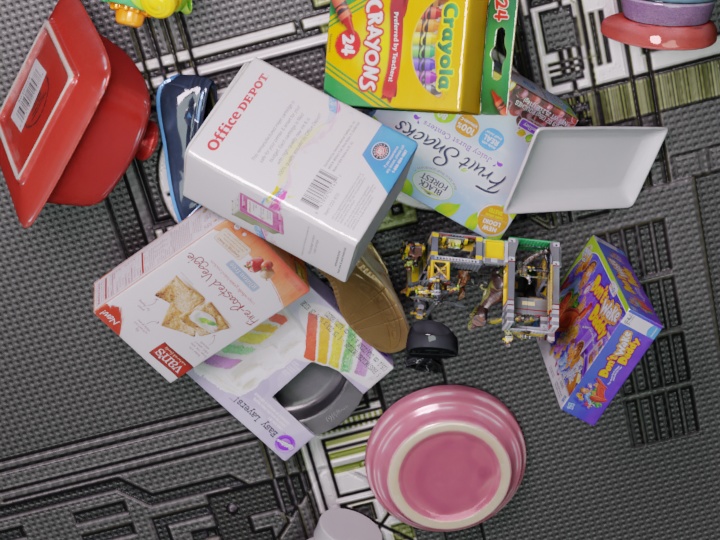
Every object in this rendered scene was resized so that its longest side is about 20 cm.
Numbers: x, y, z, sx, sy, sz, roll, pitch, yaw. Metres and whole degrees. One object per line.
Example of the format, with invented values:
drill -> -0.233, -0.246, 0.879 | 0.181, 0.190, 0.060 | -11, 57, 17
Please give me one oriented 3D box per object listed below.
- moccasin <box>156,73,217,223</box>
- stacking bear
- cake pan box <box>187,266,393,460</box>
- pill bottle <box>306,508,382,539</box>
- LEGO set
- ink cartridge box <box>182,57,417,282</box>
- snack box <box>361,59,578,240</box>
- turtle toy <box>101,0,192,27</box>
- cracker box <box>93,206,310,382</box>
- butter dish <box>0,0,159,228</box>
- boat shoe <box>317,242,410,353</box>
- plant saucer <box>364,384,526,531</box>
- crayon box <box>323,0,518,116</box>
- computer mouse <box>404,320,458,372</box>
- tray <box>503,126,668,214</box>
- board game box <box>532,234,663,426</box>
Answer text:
moccasin -> -0.169, -0.111, 1.572 | 0.068, 0.081, 0.202 | -2, 117, 22
stacking bear -> 0.321, -0.336, 1.497 | 0.120, 0.114, 0.202 | 0, 110, -4
cake pan box -> -0.087, 0.101, 1.695 | 0.184, 0.052, 0.200 | -39, 110, 16
pill bottle -> -0.040, 0.399, 1.797 | 0.111, 0.112, 0.201 | 16, 113, -10
LEGO set -> 0.137, 0.037, 1.614 | 0.198, 0.117, 0.154 | 9, 158, -13
ink cartridge box -> -0.064, -0.105, 1.491 | 0.199, 0.145, 0.085 | 29, 150, 5
snack box -> 0.107, -0.151, 1.584 | 0.199, 0.068, 0.169 | 29, 109, -14
turtle toy -> -0.244, -0.327, 1.457 | 0.101, 0.146, 0.200 | -31, 113, 34
cracker box -> -0.173, 0.018, 1.583 | 0.199, 0.058, 0.134 | -33, 125, 15
butter dish -> -0.278, -0.154, 1.516 | 0.147, 0.200, 0.201 | 17, 115, -36
boat shoe -> 0.000, 0.000, 1.644 | 0.073, 0.069, 0.201 | -21, 112, 29
plant saucer -> 0.105, 0.237, 1.767 | 0.198, 0.051, 0.202 | -1, 113, -3
crayon box -> 0.059, -0.226, 1.480 | 0.198, 0.051, 0.128 | 6, 94, 32
computer mouse -> 0.078, 0.086, 1.639 | 0.058, 0.200, 0.034 | 3, 77, 0
tray -> 0.242, -0.114, 1.586 | 0.199, 0.022, 0.108 | -4, 127, -36
board game box -> 0.258, 0.062, 1.616 | 0.044, 0.200, 0.135 | 27, 110, -14
